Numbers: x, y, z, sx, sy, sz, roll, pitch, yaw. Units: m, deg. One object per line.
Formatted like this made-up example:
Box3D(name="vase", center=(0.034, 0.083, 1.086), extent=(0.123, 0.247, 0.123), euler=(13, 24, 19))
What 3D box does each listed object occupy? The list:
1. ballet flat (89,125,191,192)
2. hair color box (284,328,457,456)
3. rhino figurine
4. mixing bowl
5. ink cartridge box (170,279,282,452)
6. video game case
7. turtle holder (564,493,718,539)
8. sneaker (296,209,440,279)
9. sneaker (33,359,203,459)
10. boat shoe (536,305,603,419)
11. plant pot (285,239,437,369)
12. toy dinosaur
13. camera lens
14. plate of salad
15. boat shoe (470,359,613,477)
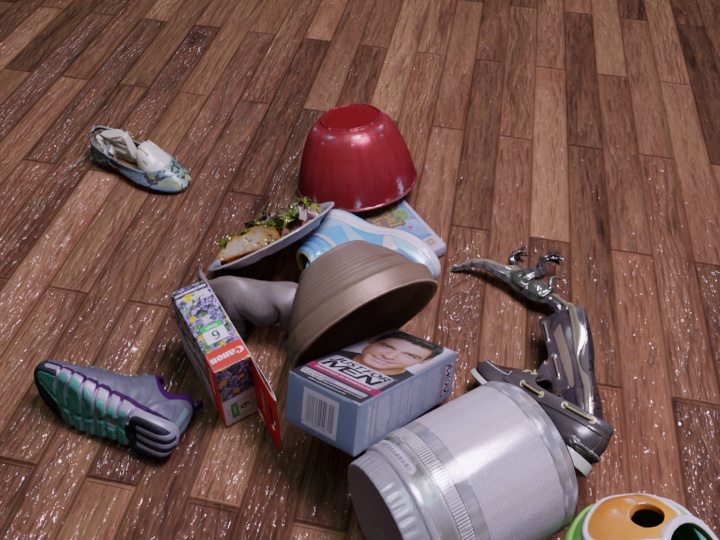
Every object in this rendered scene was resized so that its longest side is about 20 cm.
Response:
Box3D(name="ballet flat", center=(-0.364, -0.185, 1.137), extent=(0.195, 0.075, 0.075), euler=(20, 48, 16))
Box3D(name="hair color box", center=(0.017, 0.128, 0.785), extent=(0.097, 0.062, 0.198), euler=(18, 19, 33))
Box3D(name="rhino figurine", center=(-0.150, 0.044, 0.910), extent=(0.194, 0.089, 0.061), euler=(8, 44, 10))
Box3D(name="mixing bowl", center=(-0.011, -0.189, 1.093), extent=(0.194, 0.111, 0.202), euler=(-5, 34, 4))
Box3D(name="ink cartridge box", center=(-0.159, 0.119, 0.824), extent=(0.049, 0.111, 0.201), euler=(-22, 51, -22))
Box3D(name="video game case", center=(0.003, -0.060, 1.058), extent=(0.179, 0.022, 0.201), euler=(-23, 51, -22))
Box3D(name="turtle holder", center=(0.270, 0.298, 0.633), extent=(0.137, 0.132, 0.190), euler=(2, 60, -23))
Box3D(name="sneaker", center=(0.000, 0.000, 0.937), extent=(0.196, 0.081, 0.131), euler=(20, 47, 29))
Box3D(name="sneaker", center=(-0.288, 0.150, 0.834), extent=(0.196, 0.076, 0.088), euler=(24, 33, 10))
Box3D(name="boat shoe", center=(0.251, 0.139, 0.854), extent=(0.071, 0.075, 0.204), euler=(-12, 47, 24))
Box3D(name="plant pot", center=(-0.013, 0.031, 0.836), extent=(0.197, 0.202, 0.094), euler=(-24, 70, -22))
Box3D(name="toy dinosaur", center=(0.233, 0.005, 0.989), extent=(0.197, 0.048, 0.088), euler=(26, 58, 26))
Box3D(name="camera lens", center=(0.104, 0.218, 0.702), extent=(0.196, 0.163, 0.161), euler=(-21, 50, -21))
Box3D(name="plate of salad", center=(-0.127, -0.057, 0.965), extent=(0.196, 0.049, 0.200), euler=(-27, 12, 6))
Box3D(name="boat shoe", center=(0.201, 0.151, 0.794), extent=(0.061, 0.072, 0.201), euler=(-50, 35, -1))
